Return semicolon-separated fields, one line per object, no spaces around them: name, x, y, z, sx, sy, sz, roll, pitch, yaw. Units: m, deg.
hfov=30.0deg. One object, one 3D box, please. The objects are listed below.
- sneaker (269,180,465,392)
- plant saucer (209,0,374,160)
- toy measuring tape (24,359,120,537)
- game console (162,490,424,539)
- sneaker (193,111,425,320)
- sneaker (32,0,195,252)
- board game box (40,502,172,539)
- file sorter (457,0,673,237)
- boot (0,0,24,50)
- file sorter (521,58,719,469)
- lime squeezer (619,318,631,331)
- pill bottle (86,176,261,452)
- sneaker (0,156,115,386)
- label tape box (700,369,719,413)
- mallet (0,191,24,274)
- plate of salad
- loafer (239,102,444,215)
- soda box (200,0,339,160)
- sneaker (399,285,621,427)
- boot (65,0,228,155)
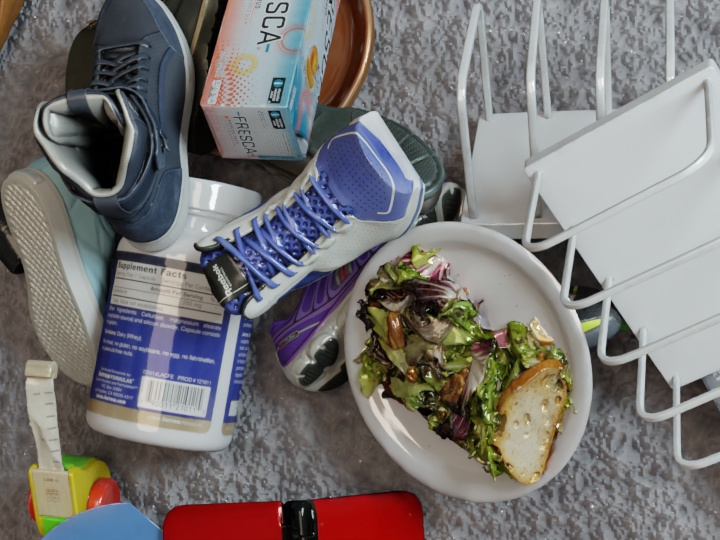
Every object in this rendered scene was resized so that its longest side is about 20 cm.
sneaker;0.000;0.000;1.026;0.200;0.080;0.084;-45;56;12
plant saucer;-0.085;-0.188;1.091;0.198;0.032;0.203;-1;85;13
toy measuring tape;-0.229;0.147;1.053;0.073;0.074;0.202;5;116;13
game console;-0.045;0.273;1.017;0.118;0.171;0.202;-11;80;53
sneaker;-0.046;-0.019;0.926;0.115;0.199;0.081;-34;88;-38
sneaker;-0.172;-0.129;0.944;0.076;0.146;0.204;-11;74;11
board game box;-0.177;0.279;1.053;0.200;0.039;0.158;40;95;-1
file sorter;0.170;-0.115;0.942;0.198;0.139;0.125;-1;129;13
boot;-0.278;-0.245;1.123;0.188;0.068;0.201;36;94;13
file sorter;0.208;0.005;0.841;0.138;0.125;0.201;-28;112;26
lime squeezer;0.128;0.018;1.019;0.199;0.038;0.071;29;91;15
pill bottle;-0.139;0.032;1.040;0.115;0.116;0.202;10;86;14
sneaker;-0.218;-0.002;1.063;0.073;0.082;0.202;20;131;30
label tape box;0.310;0.050;0.960;0.143;0.063;0.201;-29;79;10
mallet;-0.250;-0.087;1.082;0.066;0.041;0.200;45;119;14
plate of salad;0.065;0.067;0.929;0.199;0.048;0.202;10;108;33
loafer;-0.021;-0.085;1.009;0.199;0.063;0.072;27;54;26
soda box;-0.060;-0.180;0.997;0.068;0.064;0.202;3;60;14
sneaker;0.118;0.082;0.982;0.081;0.074;0.200;47;127;-8
boot;-0.159;-0.206;1.060;0.137;0.077;0.202;17;88;19
